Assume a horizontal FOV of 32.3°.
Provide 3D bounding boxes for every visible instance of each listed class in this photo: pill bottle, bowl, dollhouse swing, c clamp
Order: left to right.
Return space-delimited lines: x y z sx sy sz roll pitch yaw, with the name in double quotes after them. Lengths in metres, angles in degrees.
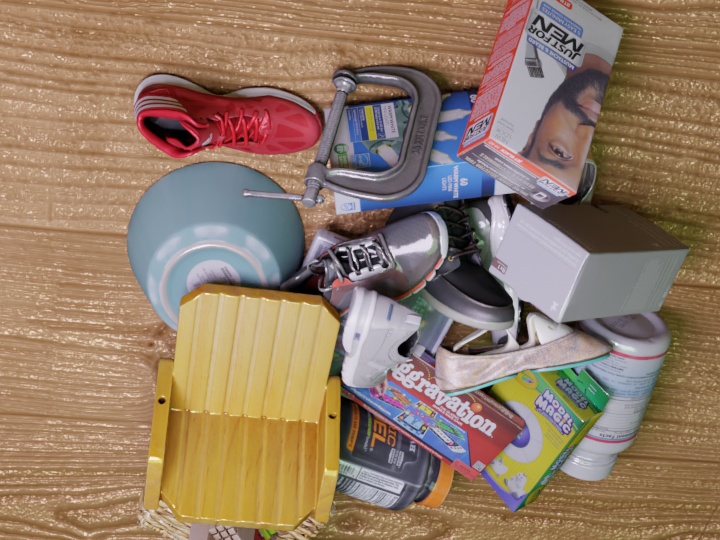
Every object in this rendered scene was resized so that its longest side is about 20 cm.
-0.157 -0.003 1.345 0.198 0.105 0.203 -2 120 -3 "bowl"
-0.114 0.143 1.287 0.197 0.184 0.177 7 143 -9 "dollhouse swing"
-0.008 -0.138 1.249 0.169 0.202 0.027 13 147 13 "c clamp"
0.012 0.220 1.484 0.198 0.107 0.107 22 116 -16 "pill bottle"
0.285 0.142 1.460 0.107 0.109 0.202 8 119 -9 "pill bottle"

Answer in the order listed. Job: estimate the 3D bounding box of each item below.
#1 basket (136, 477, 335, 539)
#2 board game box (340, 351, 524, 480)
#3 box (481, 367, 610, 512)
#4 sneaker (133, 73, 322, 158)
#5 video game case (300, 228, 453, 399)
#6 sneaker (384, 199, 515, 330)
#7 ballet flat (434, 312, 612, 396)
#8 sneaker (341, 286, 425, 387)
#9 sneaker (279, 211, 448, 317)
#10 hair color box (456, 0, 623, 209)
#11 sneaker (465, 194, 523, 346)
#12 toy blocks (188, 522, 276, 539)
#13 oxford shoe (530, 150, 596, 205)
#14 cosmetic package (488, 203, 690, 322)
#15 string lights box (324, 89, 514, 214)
-0.139 0.245 1.461 0.198 0.143 0.150 29 116 -13 "basket"
0.079 0.154 1.429 0.199 0.020 0.103 34 121 -8 "board game box"
0.199 0.174 1.447 0.048 0.118 0.201 -15 145 -45 "box"
-0.135 -0.137 1.263 0.197 0.116 0.079 5 119 -7 "sneaker"
0.001 0.064 1.414 0.180 0.023 0.201 21 124 -8 "video game case"
0.098 -0.026 1.308 0.074 0.200 0.107 -8 128 -43 "sneaker"
0.175 0.084 1.360 0.197 0.068 0.068 -14 94 1 "ballet flat"
0.026 0.083 1.295 0.081 0.076 0.200 14 163 7 "sneaker"
0.000 0.000 1.291 0.199 0.078 0.082 -30 159 25 "sneaker"
0.179 -0.177 1.226 0.110 0.202 0.064 28 156 -20 "hair color box"
0.144 0.008 1.402 0.078 0.074 0.203 -5 116 11 "sneaker"
-0.128 0.330 1.347 0.099 0.137 0.201 -22 116 14 "toy blocks"
0.221 -0.055 1.374 0.074 0.058 0.202 -2 122 -8 "oxford shoe"
0.240 -0.011 1.296 0.199 0.107 0.091 -1 121 -49 "cosmetic package"
0.066 -0.125 1.289 0.197 0.104 0.059 -8 141 -1 "string lights box"
